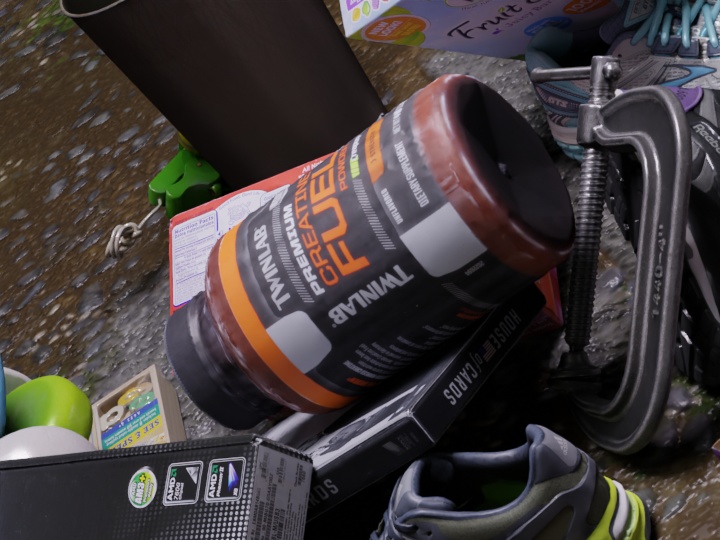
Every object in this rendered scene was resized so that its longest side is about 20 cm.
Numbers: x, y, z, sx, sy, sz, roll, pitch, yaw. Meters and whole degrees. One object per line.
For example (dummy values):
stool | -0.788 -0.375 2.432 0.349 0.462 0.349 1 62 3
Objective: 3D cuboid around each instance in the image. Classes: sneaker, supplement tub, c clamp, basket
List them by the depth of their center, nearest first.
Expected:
sneaker | 0.028 0.127 1.014 0.200 0.081 0.074 -28 28 17
supplement tub | -0.001 0.000 1.070 0.200 0.107 0.107 -35 25 25
c clamp | 0.121 -0.011 1.076 0.171 0.027 0.201 169 106 -70
sneaker | 0.178 -0.029 1.096 0.087 0.076 0.200 -8 44 -6
sneaker | 0.176 -0.119 1.223 0.200 0.086 0.078 -16 34 36
basket | -0.079 -0.142 1.437 0.136 0.200 0.181 -22 29 28

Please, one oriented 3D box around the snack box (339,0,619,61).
snack box | 0.111 -0.181 1.255 0.168 0.199 0.068 -28 65 47

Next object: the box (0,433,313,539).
box | -0.114 0.183 1.043 0.193 0.047 0.201 -7 67 41

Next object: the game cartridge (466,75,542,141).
game cartridge | 0.014 -0.035 1.341 0.200 0.041 0.133 -37 30 0

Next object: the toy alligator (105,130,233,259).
toy alligator | -0.104 -0.069 1.520 0.054 0.059 0.200 22 52 12

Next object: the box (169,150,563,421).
box | 0.000 0.000 1.200 0.200 0.095 0.100 -20 60 30

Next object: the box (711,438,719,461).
box | 0.261 0.037 0.926 0.200 0.039 0.137 -43 28 -13

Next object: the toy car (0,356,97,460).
toy car | -0.246 0.114 1.228 0.200 0.150 0.175 -41 27 -8

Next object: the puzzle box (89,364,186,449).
puzzle box | -0.189 0.147 1.303 0.200 0.025 0.133 -34 28 5

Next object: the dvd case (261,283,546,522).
dvd case | -0.009 0.084 1.103 0.200 0.025 0.150 -35 7 36
